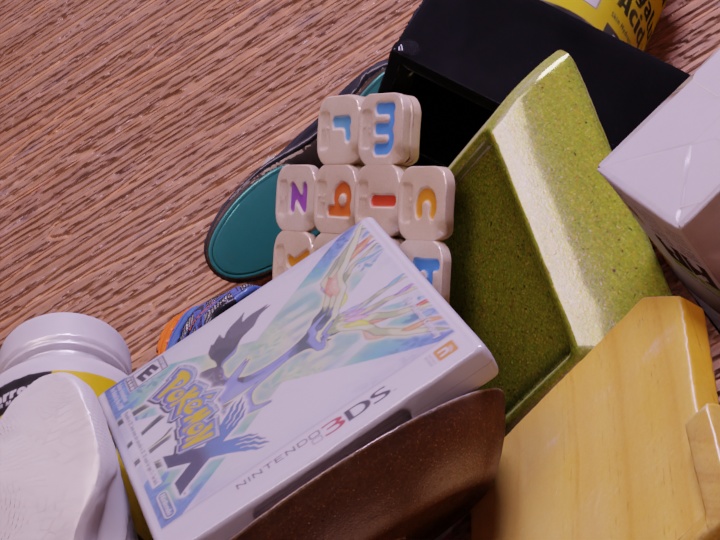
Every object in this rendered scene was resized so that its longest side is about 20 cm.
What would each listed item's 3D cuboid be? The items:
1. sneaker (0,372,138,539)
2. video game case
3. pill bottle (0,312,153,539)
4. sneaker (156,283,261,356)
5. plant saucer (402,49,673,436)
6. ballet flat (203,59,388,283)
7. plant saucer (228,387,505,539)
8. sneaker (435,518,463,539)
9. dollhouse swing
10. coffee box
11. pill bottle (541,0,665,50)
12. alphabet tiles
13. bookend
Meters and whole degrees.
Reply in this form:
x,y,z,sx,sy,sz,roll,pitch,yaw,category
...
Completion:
x,y,z,sx,sy,sz,roll,pitch,yaw,category
-0.137,0.153,1.092,0.075,0.088,0.201,-22,65,20,sneaker
-0.039,0.058,1.081,0.182,0.022,0.200,-34,25,-3,video game case
-0.172,0.120,1.225,0.111,0.111,0.200,-29,37,16,pill bottle
-0.093,0.074,1.347,0.078,0.075,0.200,-41,27,26,sneaker
0.079,0.016,1.151,0.200,0.048,0.200,-50,53,49,plant saucer
-0.028,-0.069,1.476,0.200,0.073,0.073,-45,36,6,ballet flat
-0.004,0.128,1.033,0.200,0.200,0.037,-37,77,7,plant saucer
0.017,0.078,1.259,0.080,0.086,0.200,-19,42,30,sneaker
0.155,0.147,1.001,0.200,0.182,0.176,-49,8,32,dollhouse swing
0.221,-0.012,1.069,0.114,0.200,0.080,-43,36,-3,coffee box
0.139,-0.180,1.371,0.111,0.111,0.200,-7,41,37,pill bottle
0.000,0.000,1.214,0.195,0.015,0.201,4,91,60,alphabet tiles
0.100,-0.053,1.282,0.092,0.198,0.200,-59,-6,-38,bookend
